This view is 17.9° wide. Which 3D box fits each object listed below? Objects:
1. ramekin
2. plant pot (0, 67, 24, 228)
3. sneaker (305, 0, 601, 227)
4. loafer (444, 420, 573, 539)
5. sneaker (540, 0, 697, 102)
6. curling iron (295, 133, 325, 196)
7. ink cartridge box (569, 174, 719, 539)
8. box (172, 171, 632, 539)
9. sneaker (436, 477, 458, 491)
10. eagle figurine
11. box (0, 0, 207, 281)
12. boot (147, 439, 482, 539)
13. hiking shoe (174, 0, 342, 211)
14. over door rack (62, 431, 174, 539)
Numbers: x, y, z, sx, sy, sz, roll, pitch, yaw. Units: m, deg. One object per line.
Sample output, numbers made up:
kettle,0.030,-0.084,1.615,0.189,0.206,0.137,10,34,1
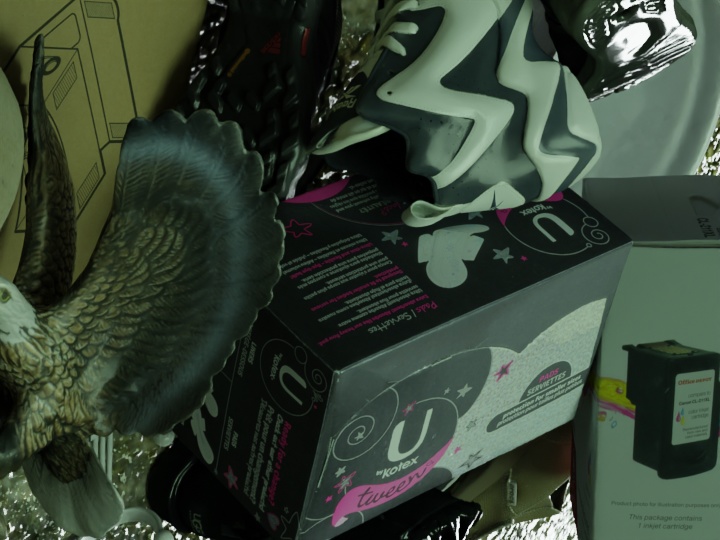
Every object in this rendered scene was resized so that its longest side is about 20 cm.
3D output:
ramekin,0.120,-0.110,1.352,0.200,0.105,0.200,-28,130,-39
plant pot,-0.229,-0.070,0.891,0.201,0.200,0.184,-59,155,-9
sneaker,0.017,-0.110,1.122,0.129,0.079,0.199,-25,88,-21
loafer,0.094,0.129,1.415,0.200,0.067,0.076,-48,-168,40
sneaker,0.117,-0.156,1.178,0.076,0.114,0.199,-26,164,6
curling iron,-0.071,0.000,1.247,0.200,0.026,0.050,-59,165,-17
ink cartridge box,0.163,0.059,1.267,0.146,0.083,0.200,-86,176,-74
box,0.019,0.033,1.152,0.200,0.115,0.132,-21,140,-35
sneaker,0.069,0.064,1.414,0.200,0.072,0.083,-54,168,3
eagle figurine,-0.132,0.016,1.009,0.200,0.152,0.151,-58,-174,-13
box,-0.147,-0.077,1.107,0.163,0.021,0.200,-5,113,-52
boot,-0.004,0.112,1.274,0.198,0.162,0.073,-40,138,-30
hiking shoe,-0.043,-0.091,1.170,0.101,0.076,0.200,11,95,-73
over door rack,-0.172,0.110,1.129,0.200,0.067,0.148,-21,126,-37
